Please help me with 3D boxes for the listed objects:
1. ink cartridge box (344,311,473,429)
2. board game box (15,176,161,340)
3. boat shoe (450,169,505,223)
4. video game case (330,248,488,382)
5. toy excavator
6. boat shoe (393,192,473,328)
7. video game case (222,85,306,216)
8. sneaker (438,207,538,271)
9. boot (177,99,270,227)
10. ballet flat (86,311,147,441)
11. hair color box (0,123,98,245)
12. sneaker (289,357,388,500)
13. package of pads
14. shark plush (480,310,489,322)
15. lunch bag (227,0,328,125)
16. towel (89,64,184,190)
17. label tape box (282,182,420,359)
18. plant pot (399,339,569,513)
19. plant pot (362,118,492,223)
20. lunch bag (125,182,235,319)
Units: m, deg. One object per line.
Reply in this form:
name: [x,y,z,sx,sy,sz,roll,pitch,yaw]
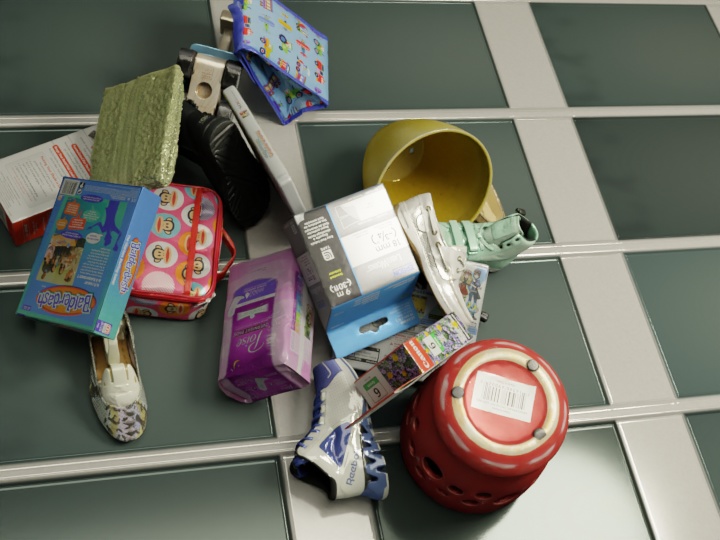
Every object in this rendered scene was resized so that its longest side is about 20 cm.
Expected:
ink cartridge box: [0.053,0.128,1.350,0.050,0.109,0.200,54,38,7]
board game box: [-0.362,-0.019,1.381,0.151,0.045,0.201,10,77,31]
boat shoe: [0.170,-0.150,1.658,0.071,0.076,0.200,-24,66,-26]
video game case: [0.071,0.062,1.478,0.199,0.022,0.183,12,85,-5]
toy excavator: [-0.236,-0.324,1.670,0.099,0.200,0.196,13,99,-5]
boat shoe: [0.117,-0.014,1.436,0.069,0.071,0.201,-26,89,5]
video game case: [-0.129,-0.151,1.519,0.023,0.200,0.182,-31,66,-3]
sneaker: [0.171,-0.057,1.531,0.200,0.118,0.074,7,59,-37]
boot: [-0.227,-0.173,1.548,0.076,0.201,0.168,-42,48,-19]
ballet flat: [-0.325,0.125,1.367,0.072,0.072,0.201,-8,60,-18]
hair color box: [-0.434,-0.129,1.511,0.199,0.064,0.111,-26,67,-25]
sneaker: [-0.045,0.215,1.365,0.115,0.081,0.200,-9,61,-21]
package of pads: [-0.126,0.071,1.417,0.120,0.076,0.201,-18,51,27]
shark plush: [0.101,0.017,1.538,0.199,0.091,0.083,14,14,4]
lunch bag: [-0.139,-0.357,1.643,0.094,0.200,0.151,-20,53,25]
towel: [-0.316,-0.193,1.472,0.148,0.036,0.201,-12,62,25]
label tape box: [0.000,0.000,1.414,0.144,0.063,0.201,-22,88,-23]
plant pot: [0.163,0.201,1.350,0.199,0.183,0.202,3,67,-8]
plant pot: [0.080,-0.152,1.589,0.199,0.201,0.142,-13,36,-21]
lunch bag: [-0.266,-0.028,1.479,0.175,0.082,0.201,8,57,-13]
